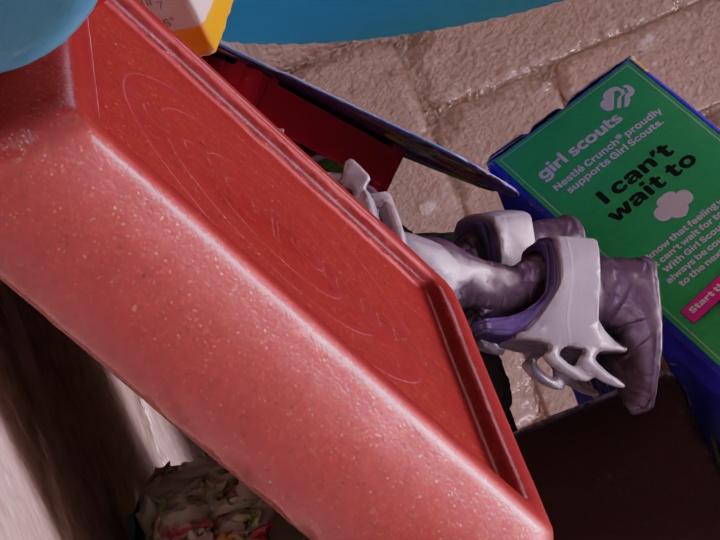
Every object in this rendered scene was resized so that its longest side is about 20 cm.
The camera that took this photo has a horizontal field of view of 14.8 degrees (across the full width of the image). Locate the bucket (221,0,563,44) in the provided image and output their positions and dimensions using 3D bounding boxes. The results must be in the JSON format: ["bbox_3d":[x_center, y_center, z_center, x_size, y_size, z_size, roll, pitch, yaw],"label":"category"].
[{"bbox_3d":[0.011,-0.165,0.987,0.207,0.206,0.135,54,28,-85],"label":"bucket"}]

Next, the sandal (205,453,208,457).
[{"bbox_3d":[-0.002,0.121,0.772,0.087,0.079,0.200,75,3,-46],"label":"sandal"}]

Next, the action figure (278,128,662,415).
[{"bbox_3d":[0.000,0.000,0.900,0.130,0.199,0.070,-3,-101,62],"label":"action figure"}]

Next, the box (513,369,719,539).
[{"bbox_3d":[0.080,0.180,0.942,0.166,0.164,0.200,66,2,-50],"label":"box"}]

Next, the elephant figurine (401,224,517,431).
[{"bbox_3d":[0.012,0.058,1.076,0.200,0.141,0.156,47,34,-68],"label":"elephant figurine"}]

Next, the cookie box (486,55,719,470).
[{"bbox_3d":[0.146,0.043,1.014,0.200,0.075,0.171,45,-14,43],"label":"cookie box"}]

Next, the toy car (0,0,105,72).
[{"bbox_3d":[-0.046,-0.165,0.620,0.177,0.199,0.184,63,2,-19],"label":"toy car"}]

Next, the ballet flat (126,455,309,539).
[{"bbox_3d":[-0.016,0.097,0.644,0.200,0.064,0.076,-109,177,-60],"label":"ballet flat"}]

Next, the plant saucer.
[{"bbox_3d":[-0.029,-0.003,0.704,0.200,0.037,0.200,42,10,-20],"label":"plant saucer"}]

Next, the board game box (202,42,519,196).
[{"bbox_3d":[-0.042,-0.052,0.987,0.199,0.039,0.158,25,0,-6],"label":"board game box"}]

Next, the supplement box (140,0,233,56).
[{"bbox_3d":[-0.096,-0.171,0.808,0.126,0.073,0.200,-75,150,-48],"label":"supplement box"}]
